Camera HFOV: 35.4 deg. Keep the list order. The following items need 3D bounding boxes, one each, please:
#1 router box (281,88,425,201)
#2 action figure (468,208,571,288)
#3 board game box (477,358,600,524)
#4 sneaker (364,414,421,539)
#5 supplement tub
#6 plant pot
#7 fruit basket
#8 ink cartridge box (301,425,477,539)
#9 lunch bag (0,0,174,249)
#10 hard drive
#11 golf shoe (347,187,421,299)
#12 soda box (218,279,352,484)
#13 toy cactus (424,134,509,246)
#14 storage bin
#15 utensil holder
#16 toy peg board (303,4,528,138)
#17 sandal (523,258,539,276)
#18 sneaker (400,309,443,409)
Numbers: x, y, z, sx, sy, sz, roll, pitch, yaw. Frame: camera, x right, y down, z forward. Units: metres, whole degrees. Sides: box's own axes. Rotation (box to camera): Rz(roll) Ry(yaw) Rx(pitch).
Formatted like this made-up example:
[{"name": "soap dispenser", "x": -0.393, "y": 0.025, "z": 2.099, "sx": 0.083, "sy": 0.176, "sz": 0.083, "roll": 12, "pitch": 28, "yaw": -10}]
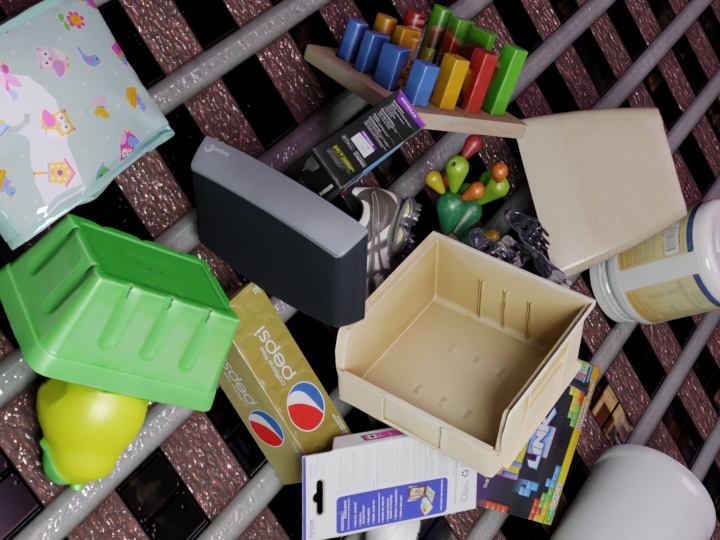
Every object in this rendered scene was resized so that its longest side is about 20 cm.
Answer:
[{"name": "router box", "x": -0.043, "y": -0.094, "z": 1.152, "sx": 0.051, "sy": 0.199, "sz": 0.149, "roll": 54, "pitch": 49, "yaw": -4}, {"name": "action figure", "x": 0.174, "y": 0.006, "z": 1.312, "sx": 0.118, "sy": 0.200, "sz": 0.103, "roll": -29, "pitch": 70, "yaw": -1}, {"name": "board game box", "x": 0.187, "y": 0.184, "z": 1.335, "sx": 0.164, "sy": 0.056, "sz": 0.203, "roll": 21, "pitch": 86, "yaw": -37}, {"name": "sneaker", "x": 0.023, "y": 0.238, "z": 1.221, "sx": 0.086, "sy": 0.074, "sz": 0.202, "roll": 27, "pitch": 54, "yaw": -19}, {"name": "supplement tub", "x": 0.430, "y": -0.006, "z": 1.555, "sx": 0.143, "sy": 0.199, "sz": 0.147, "roll": 13, "pitch": 70, "yaw": -38}, {"name": "plant pot", "x": 0.311, "y": -0.111, "z": 1.438, "sx": 0.200, "sy": 0.174, "sz": 0.203, "roll": -6, "pitch": 81, "yaw": -76}, {"name": "fruit basket", "x": -0.229, "y": 0.080, "z": 1.001, "sx": 0.213, "sy": 0.217, "sz": 0.156, "roll": 8, "pitch": 32, "yaw": -40}, {"name": "ink cartridge box", "x": 0.028, "y": 0.211, "z": 1.148, "sx": 0.197, "sy": 0.037, "sz": 0.096, "roll": -7, "pitch": 107, "yaw": -25}, {"name": "lunch bag", "x": -0.290, "y": -0.132, "z": 0.998, "sx": 0.172, "sy": 0.121, "sz": 0.200, "roll": 58, "pitch": 43, "yaw": -14}, {"name": "hard drive", "x": -0.081, "y": -0.032, "z": 1.075, "sx": 0.198, "sy": 0.136, "sz": 0.042, "roll": 31, "pitch": 53, "yaw": 23}, {"name": "golf shoe", "x": 0.000, "y": 0.000, "z": 1.266, "sx": 0.093, "sy": 0.078, "sz": 0.203, "roll": 20, "pitch": 67, "yaw": -10}, {"name": "soda box", "x": -0.092, "y": 0.115, "z": 1.144, "sx": 0.068, "sy": 0.064, "sz": 0.202, "roll": -42, "pitch": 106, "yaw": -41}, {"name": "toy cactus", "x": 0.107, "y": -0.059, "z": 1.328, "sx": 0.101, "sy": 0.200, "sz": 0.166, "roll": 30, "pitch": 74, "yaw": 15}, {"name": "storage bin", "x": 0.104, "y": 0.083, "z": 1.160, "sx": 0.198, "sy": 0.198, "sz": 0.095, "roll": -44, "pitch": 147, "yaw": -38}, {"name": "utensil holder", "x": 0.318, "y": 0.344, "z": 1.383, "sx": 0.200, "sy": 0.169, "sz": 0.171, "roll": -44, "pitch": 107, "yaw": -37}, {"name": "toy peg board", "x": 0.075, "y": -0.242, "z": 1.293, "sx": 0.197, "sy": 0.200, "sz": 0.099, "roll": 0, "pitch": 119, "yaw": -42}, {"name": "sandal", "x": 0.181, "y": 0.050, "z": 1.406, "sx": 0.201, "sy": 0.074, "sz": 0.048, "roll": -52, "pitch": 130, "yaw": -38}, {"name": "sneaker", "x": 0.058, "y": 0.109, "z": 1.258, "sx": 0.201, "sy": 0.092, "sz": 0.071, "roll": -67, "pitch": 166, "yaw": -47}]
